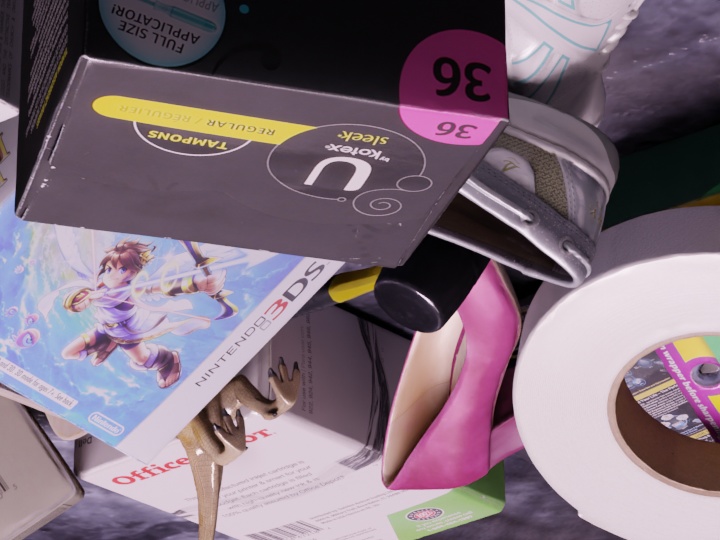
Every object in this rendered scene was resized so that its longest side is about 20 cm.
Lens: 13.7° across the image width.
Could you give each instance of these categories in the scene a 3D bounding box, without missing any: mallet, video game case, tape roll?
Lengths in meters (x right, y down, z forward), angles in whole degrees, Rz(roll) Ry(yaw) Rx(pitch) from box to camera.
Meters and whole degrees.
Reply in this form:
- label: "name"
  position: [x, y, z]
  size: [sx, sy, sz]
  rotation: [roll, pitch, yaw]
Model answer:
- label: "mallet"
  position: [0.000, 0.000, 1.455]
  size: [0.041, 0.066, 0.200]
  rotation: [45, 158, -18]
- label: "video game case"
  position: [-0.099, -0.018, 1.362]
  size: [0.181, 0.045, 0.200]
  rotation: [-46, 142, 6]
- label: "tape roll"
  position: [0.171, 0.057, 1.417]
  size: [0.202, 0.037, 0.203]
  rotation: [6, 131, 6]

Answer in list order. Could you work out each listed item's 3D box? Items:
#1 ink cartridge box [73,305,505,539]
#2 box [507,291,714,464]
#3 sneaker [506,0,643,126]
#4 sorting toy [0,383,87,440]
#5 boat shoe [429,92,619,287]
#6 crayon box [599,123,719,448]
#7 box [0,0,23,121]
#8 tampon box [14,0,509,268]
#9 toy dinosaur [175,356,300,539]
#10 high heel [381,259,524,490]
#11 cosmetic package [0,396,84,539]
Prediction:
- label: "ink cartridge box"
  position: [-0.038, 0.087, 1.647]
  size: [0.145, 0.084, 0.200]
  rotation: [-21, 148, 35]
- label: "box"
  position: [0.163, 0.054, 1.589]
  size: [0.161, 0.049, 0.200]
  rotation: [28, 139, -35]
- label: "sneaker"
  position: [0.086, -0.110, 1.252]
  size: [0.080, 0.071, 0.200]
  rotation: [-9, 153, 12]
- label: "sorting toy"
  position: [-0.149, -0.026, 1.405]
  size: [0.180, 0.107, 0.200]
  rotation: [-33, 146, 23]
- label: "boat shoe"
  position: [0.006, -0.048, 1.253]
  size: [0.202, 0.065, 0.074]
  rotation: [17, 153, -3]
- label: "crayon box"
  position: [0.228, 0.012, 1.429]
  size: [0.172, 0.058, 0.200]
  rotation: [-19, 125, 26]
- label: "box"
  position: [-0.240, -0.100, 1.219]
  size: [0.200, 0.113, 0.101]
  rotation: [-18, 149, 35]
- label: "tampon box"
  position: [-0.037, -0.123, 1.070]
  size: [0.150, 0.200, 0.126]
  rotation: [7, 154, -15]
- label: "toy dinosaur"
  position: [-0.079, 0.071, 1.521]
  size: [0.058, 0.200, 0.101]
  rotation: [-17, -176, -36]
- label: "high heel"
  position: [0.032, 0.032, 1.495]
  size: [0.096, 0.067, 0.200]
  rotation: [-22, 138, -1]
- label: "cosmetic package"
  position: [-0.209, 0.119, 1.613]
  size: [0.105, 0.071, 0.200]
  rotation: [-33, 178, -8]
